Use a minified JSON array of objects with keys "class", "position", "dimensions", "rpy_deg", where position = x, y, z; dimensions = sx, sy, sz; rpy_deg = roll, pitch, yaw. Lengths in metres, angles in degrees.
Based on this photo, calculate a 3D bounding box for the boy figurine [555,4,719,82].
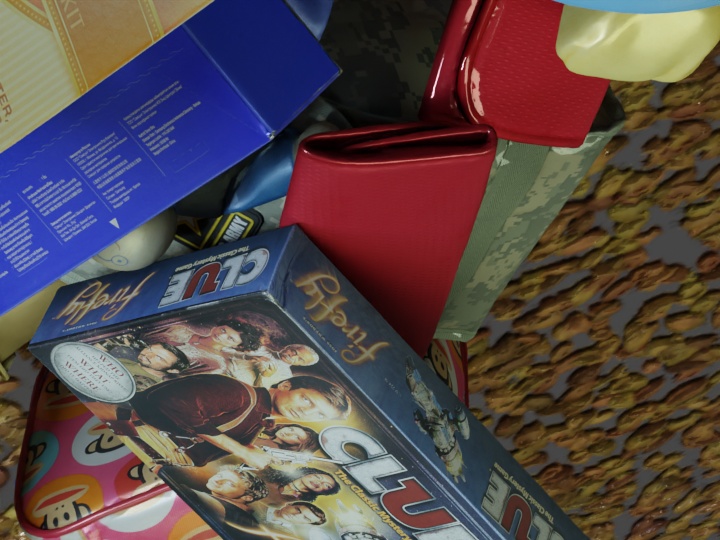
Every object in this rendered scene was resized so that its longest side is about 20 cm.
[{"class":"boy figurine","position":[0.154,-0.132,1.052],"dimensions":[0.200,0.124,0.064],"rpy_deg":[-44,175,5]}]

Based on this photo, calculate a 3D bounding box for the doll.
[{"class":"doll","position":[-0.068,-0.071,1.079],"dimensions":[0.136,0.049,0.200],"rpy_deg":[20,139,-4]}]

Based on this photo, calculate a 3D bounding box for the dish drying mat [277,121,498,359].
[{"class":"dish drying mat","position":[0.000,0.000,1.154],"dimensions":[0.077,0.018,0.200],"rpy_deg":[-8,154,-13]}]

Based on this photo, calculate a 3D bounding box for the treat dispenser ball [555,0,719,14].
[{"class":"treat dispenser ball","position":[0.089,-0.181,0.932],"dimensions":[0.200,0.201,0.201],"rpy_deg":[-18,154,-9]}]

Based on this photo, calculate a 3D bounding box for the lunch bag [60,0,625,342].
[{"class":"lunch bag","position":[-0.022,-0.050,1.199],"dimensions":[0.200,0.118,0.164],"rpy_deg":[0,145,-27]}]

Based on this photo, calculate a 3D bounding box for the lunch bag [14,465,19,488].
[{"class":"lunch bag","position":[-0.068,0.127,1.478],"dimensions":[0.200,0.133,0.136],"rpy_deg":[-3,148,-36]}]

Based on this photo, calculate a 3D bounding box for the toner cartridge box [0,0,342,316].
[{"class":"toner cartridge box","position":[-0.099,-0.059,1.041],"dimensions":[0.043,0.095,0.200],"rpy_deg":[-45,-170,-38]}]

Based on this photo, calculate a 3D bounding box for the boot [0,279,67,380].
[{"class":"boot","position":[-0.172,0.074,1.267],"dimensions":[0.200,0.156,0.073],"rpy_deg":[-23,154,1]}]

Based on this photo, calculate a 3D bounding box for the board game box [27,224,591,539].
[{"class":"board game box","position":[-0.018,0.070,1.176],"dimensions":[0.135,0.035,0.200],"rpy_deg":[-15,129,42]}]

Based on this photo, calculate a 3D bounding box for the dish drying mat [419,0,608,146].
[{"class":"dish drying mat","position":[0.085,-0.141,1.085],"dimensions":[0.077,0.018,0.200],"rpy_deg":[6,112,-34]}]

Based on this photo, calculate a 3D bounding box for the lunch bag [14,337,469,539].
[{"class":"lunch bag","position":[-0.052,0.060,1.332],"dimensions":[0.200,0.176,0.082],"rpy_deg":[-17,126,13]}]

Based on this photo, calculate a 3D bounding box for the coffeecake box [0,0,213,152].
[{"class":"coffeecake box","position":[-0.081,-0.143,0.791],"dimensions":[0.073,0.154,0.200],"rpy_deg":[2,-148,44]}]
